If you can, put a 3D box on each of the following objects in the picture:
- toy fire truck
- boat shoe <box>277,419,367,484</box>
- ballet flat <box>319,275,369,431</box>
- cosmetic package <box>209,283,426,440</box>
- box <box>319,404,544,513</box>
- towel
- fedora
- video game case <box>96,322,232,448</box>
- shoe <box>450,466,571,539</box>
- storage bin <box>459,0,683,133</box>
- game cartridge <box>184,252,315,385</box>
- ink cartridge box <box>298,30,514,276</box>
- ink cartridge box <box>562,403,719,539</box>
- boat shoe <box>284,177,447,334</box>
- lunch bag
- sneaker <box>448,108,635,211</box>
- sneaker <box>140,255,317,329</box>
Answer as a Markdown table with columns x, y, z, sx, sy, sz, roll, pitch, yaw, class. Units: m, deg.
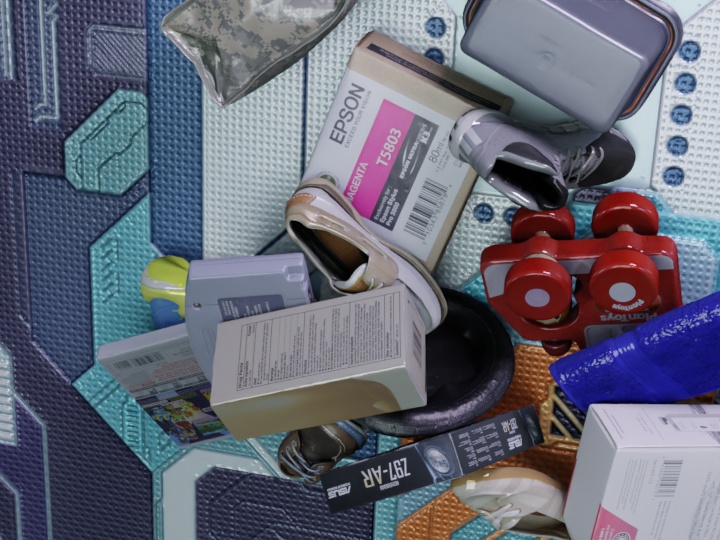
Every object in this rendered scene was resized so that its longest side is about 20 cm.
| x | y | z | sx | sy | sz | roll | pitch | yaw | class |
| --- | --- | --- | --- | --- | --- | --- | --- | --- | --- |
| 0.225 | 0.024 | 1.409 | 0.199 | 0.112 | 0.168 | -5 | 131 | 15 | toy fire truck |
| -0.046 | 0.188 | 1.486 | 0.072 | 0.200 | 0.072 | 39 | 72 | 4 | boat shoe |
| -0.008 | 0.089 | 1.518 | 0.071 | 0.072 | 0.201 | -1 | 110 | 17 | ballet flat |
| -0.040 | 0.090 | 1.371 | 0.199 | 0.106 | 0.071 | -11 | 138 | 16 | cosmetic package |
| 0.077 | 0.191 | 1.449 | 0.160 | 0.200 | 0.044 | -21 | 83 | 30 | box |
| 0.304 | 0.094 | 1.393 | 0.199 | 0.050 | 0.147 | -27 | 146 | 26 | towel |
| 0.058 | 0.109 | 1.464 | 0.200 | 0.201 | 0.092 | 18 | 143 | 9 | fedora |
| -0.159 | 0.120 | 1.553 | 0.199 | 0.023 | 0.182 | -16 | 134 | 21 | video game case |
| 0.177 | 0.246 | 1.470 | 0.199 | 0.054 | 0.070 | 18 | 145 | -35 | shoe |
| 0.191 | -0.220 | 1.300 | 0.199 | 0.134 | 0.146 | 31 | 116 | 2 | storage bin |
| -0.108 | 0.061 | 1.441 | 0.132 | 0.041 | 0.201 | -7 | 136 | 3 | game cartridge |
| 0.038 | -0.112 | 1.420 | 0.164 | 0.075 | 0.201 | 25 | 117 | 4 | ink cartridge box |
| 0.319 | 0.215 | 1.418 | 0.199 | 0.083 | 0.147 | 2 | 118 | -14 | ink cartridge box |
| 0.000 | 0.000 | 1.398 | 0.200 | 0.068 | 0.075 | 42 | 125 | -9 | boat shoe |
| -0.067 | -0.265 | 1.340 | 0.200 | 0.164 | 0.118 | -32 | 101 | 24 | lunch bag |
| 0.186 | -0.089 | 1.323 | 0.199 | 0.116 | 0.075 | 4 | 123 | -22 | sneaker |
| -0.143 | 0.047 | 1.547 | 0.199 | 0.076 | 0.105 | 14 | 132 | 11 | sneaker |
